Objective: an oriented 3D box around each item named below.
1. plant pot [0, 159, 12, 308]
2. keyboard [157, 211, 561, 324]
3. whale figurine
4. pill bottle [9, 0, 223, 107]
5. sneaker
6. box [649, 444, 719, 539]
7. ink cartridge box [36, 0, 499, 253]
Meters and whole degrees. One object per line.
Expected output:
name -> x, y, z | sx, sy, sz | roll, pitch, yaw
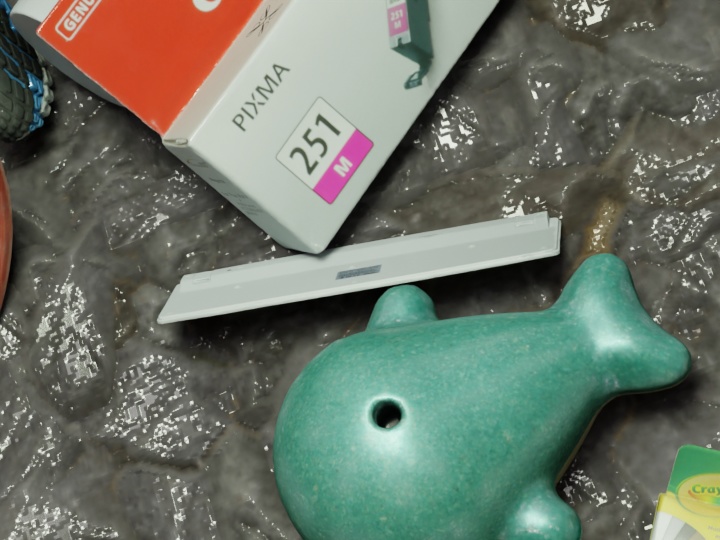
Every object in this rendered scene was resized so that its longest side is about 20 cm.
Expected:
plant pot -> -0.312, -0.017, 1.150 | 0.195, 0.201, 0.201 | 19, 73, 28
keyboard -> 0.000, 0.000, 1.140 | 0.200, 0.011, 0.056 | -10, 22, 9
whale figurine -> 0.052, 0.063, 1.070 | 0.200, 0.104, 0.159 | -31, 64, -1
pill bottle -> -0.091, -0.187, 1.202 | 0.112, 0.112, 0.200 | 30, 78, 22
sneaker -> -0.233, -0.133, 1.244 | 0.087, 0.075, 0.200 | -34, 57, 6
box -> 0.174, 0.183, 1.025 | 0.117, 0.048, 0.200 | 11, 73, 17
ink cartridge box -> -0.033, -0.139, 1.149 | 0.200, 0.174, 0.044 | -55, 25, -12
